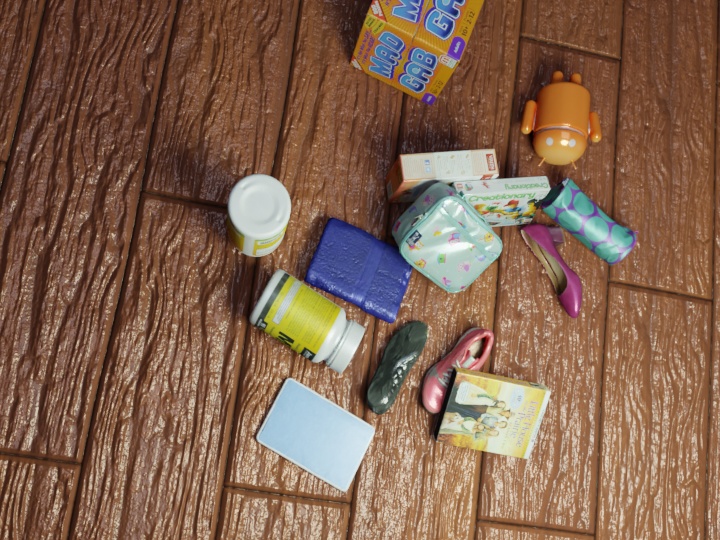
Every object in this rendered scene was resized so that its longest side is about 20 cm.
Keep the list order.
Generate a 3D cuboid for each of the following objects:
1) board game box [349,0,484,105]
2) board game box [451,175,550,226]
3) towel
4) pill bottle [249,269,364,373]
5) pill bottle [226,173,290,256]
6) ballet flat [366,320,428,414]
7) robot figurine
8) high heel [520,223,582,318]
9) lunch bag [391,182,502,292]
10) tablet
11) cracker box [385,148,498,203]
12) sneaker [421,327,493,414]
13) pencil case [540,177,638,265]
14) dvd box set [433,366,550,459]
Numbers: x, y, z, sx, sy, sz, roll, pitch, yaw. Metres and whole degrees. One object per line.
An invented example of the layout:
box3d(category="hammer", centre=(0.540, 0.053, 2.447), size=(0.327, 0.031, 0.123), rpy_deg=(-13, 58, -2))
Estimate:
box3d(category="board game box", centre=(0.117, -0.499, 1.504), size=(0.196, 0.200, 0.204), rpy_deg=(24, 75, -5))
box3d(category="board game box", centre=(0.265, -0.133, 1.496), size=(0.194, 0.127, 0.035), rpy_deg=(-5, 62, -12))
box3d(category="towel", centre=(0.000, 0.000, 1.463), size=(0.196, 0.050, 0.151), rpy_deg=(25, 68, -5))
box3d(category="pill bottle", centre=(-0.097, 0.096, 1.386), size=(0.197, 0.114, 0.116), rpy_deg=(32, 75, -3))
box3d(category="pill bottle", centre=(-0.188, -0.090, 1.362), size=(0.108, 0.200, 0.115), rpy_deg=(2, 78, -10))
box3d(category="ballet flat", centre=(0.070, 0.183, 1.444), size=(0.065, 0.057, 0.202), rpy_deg=(25, 68, 24))
box3d(category="robot figurine", centre=(0.421, -0.310, 1.569), size=(0.141, 0.115, 0.206), rpy_deg=(18, 74, -32))
box3d(category="high heel", centre=(0.383, 0.002, 1.523), size=(0.094, 0.068, 0.205), rpy_deg=(-2, 64, -21))
box3d(category="lunch bag", centre=(0.166, -0.062, 1.424), size=(0.160, 0.078, 0.199), rpy_deg=(-42, 124, 18))
box3d(category="tablet", centre=(-0.082, 0.305, 1.399), size=(0.197, 0.014, 0.132), rpy_deg=(31, 74, -5))
box3d(category="cracker box", centre=(0.158, -0.185, 1.482), size=(0.194, 0.134, 0.059), rpy_deg=(-6, 78, -12))
box3d(category="sneaker", centre=(0.185, 0.184, 1.438), size=(0.073, 0.087, 0.201), rpy_deg=(40, 75, 0))
box3d(category="pencil case", centre=(0.473, -0.104, 1.553), size=(0.199, 0.085, 0.093), rpy_deg=(40, 74, -1))
box3d(category="dvd box set", centre=(0.249, 0.272, 1.423), size=(0.195, 0.029, 0.150), rpy_deg=(13, 104, -13))
